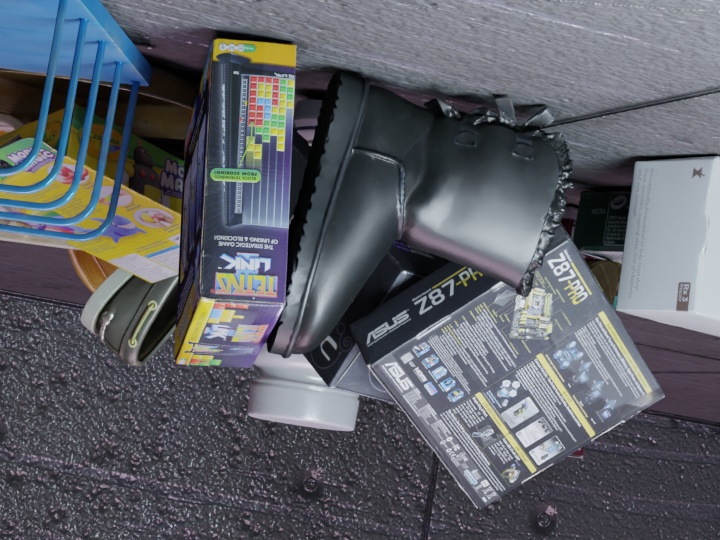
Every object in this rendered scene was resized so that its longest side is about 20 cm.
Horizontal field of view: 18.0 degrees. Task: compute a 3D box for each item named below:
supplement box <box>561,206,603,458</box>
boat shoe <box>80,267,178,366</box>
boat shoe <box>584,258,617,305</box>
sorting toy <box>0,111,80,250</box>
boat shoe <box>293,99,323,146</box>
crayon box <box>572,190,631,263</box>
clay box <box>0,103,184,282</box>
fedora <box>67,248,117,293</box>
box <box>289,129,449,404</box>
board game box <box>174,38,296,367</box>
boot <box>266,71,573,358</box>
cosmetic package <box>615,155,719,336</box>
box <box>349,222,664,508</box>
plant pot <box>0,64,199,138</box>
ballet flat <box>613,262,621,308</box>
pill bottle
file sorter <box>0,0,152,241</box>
[{"bbox_3d":[0.140,0.050,1.883,0.061,0.200,0.109,15,172,-44],"label":"supplement box"},{"bbox_3d":[-0.125,-0.012,1.759,0.060,0.202,0.072,43,176,19],"label":"boat shoe"},{"bbox_3d":[0.124,0.041,1.715,0.067,0.072,0.200,20,-141,33],"label":"boat shoe"},{"bbox_3d":[-0.269,-0.084,1.734,0.200,0.107,0.180,7,169,13],"label":"sorting toy"},{"bbox_3d":[0.030,-0.068,1.589,0.073,0.067,0.200,2,171,45],"label":"boat shoe"},{"bbox_3d":[0.278,-0.019,1.762,0.200,0.051,0.127,15,171,-39],"label":"crayon box"},{"bbox_3d":[-0.185,-0.057,1.626,0.115,0.048,0.200,-17,145,42],"label":"clay box"},{"bbox_3d":[-0.182,-0.016,1.884,0.200,0.082,0.201,31,152,19],"label":"fedora"},{"bbox_3d":[0.000,0.000,1.651,0.122,0.106,0.200,17,-157,-40],"label":"box"},{"bbox_3d":[-0.081,-0.037,1.446,0.057,0.166,0.200,3,167,-8],"label":"board game box"},{"bbox_3d":[0.038,-0.023,1.447,0.162,0.199,0.073,16,175,-10],"label":"boot"},{"bbox_3d":[0.279,-0.006,1.609,0.200,0.113,0.081,16,171,-38],"label":"cosmetic package"},{"bbox_3d":[0.105,0.064,1.578,0.161,0.049,0.200,-31,136,6],"label":"box"},{"bbox_3d":[-0.191,-0.125,1.570,0.200,0.028,0.200,8,174,1],"label":"plant pot"},{"bbox_3d":[0.236,-0.002,1.912,0.071,0.071,0.200,9,177,2],"label":"ballet flat"},{"bbox_3d":[-0.038,0.035,1.999,0.114,0.200,0.114,8,174,1],"label":"pill bottle"},{"bbox_3d":[-0.221,-0.100,1.364,0.139,0.123,0.200,7,170,8],"label":"file sorter"}]
